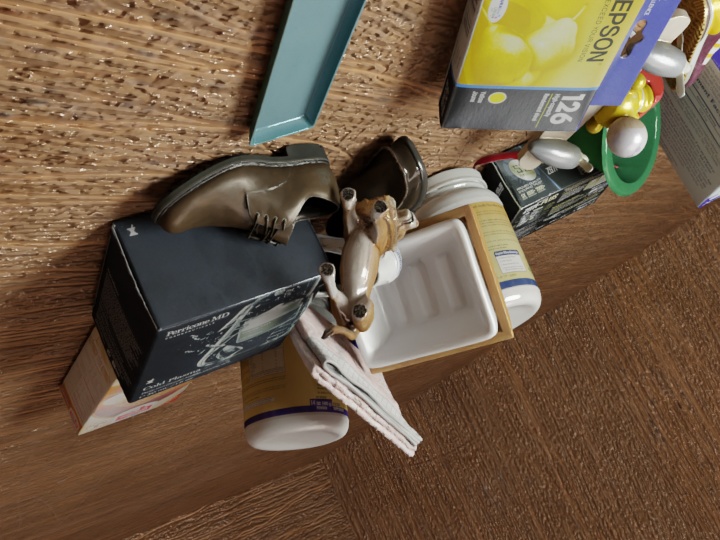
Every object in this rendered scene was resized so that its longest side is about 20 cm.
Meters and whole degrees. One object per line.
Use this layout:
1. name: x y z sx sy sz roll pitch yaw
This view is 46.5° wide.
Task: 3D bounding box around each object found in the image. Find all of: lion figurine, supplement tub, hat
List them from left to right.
1. supplement tub: -0.095 0.134 1.156 0.142 0.204 0.146 -6 159 -2
2. lion figurine: 0.000 0.000 0.850 0.123 0.071 0.203 81 27 -63
3. supplement tub: 0.141 -0.018 1.114 0.142 0.203 0.145 -17 159 -7
4. hat: 0.291 -0.195 1.150 0.174 0.169 0.198 12 -177 40

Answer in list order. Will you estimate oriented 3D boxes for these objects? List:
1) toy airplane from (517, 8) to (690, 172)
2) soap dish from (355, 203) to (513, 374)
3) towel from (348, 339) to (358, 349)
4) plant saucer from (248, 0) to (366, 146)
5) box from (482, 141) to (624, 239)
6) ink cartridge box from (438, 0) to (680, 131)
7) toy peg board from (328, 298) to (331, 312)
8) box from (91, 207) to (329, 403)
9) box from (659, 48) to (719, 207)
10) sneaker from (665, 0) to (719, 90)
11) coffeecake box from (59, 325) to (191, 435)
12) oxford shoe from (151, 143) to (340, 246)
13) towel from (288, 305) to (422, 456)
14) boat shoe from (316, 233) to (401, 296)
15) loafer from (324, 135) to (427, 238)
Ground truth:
1. toy airplane: 0.265 -0.189 0.930 0.197 0.143 0.200 -29 165 3
2. soap dish: 0.075 0.024 1.000 0.197 0.160 0.081 -18 -176 30
3. towel: 0.024 0.040 1.197 0.147 0.049 0.204 -29 135 -61
4. plant saucer: -0.046 -0.169 0.676 0.069 0.019 0.201 -21 162 -26
5. box: 0.274 -0.130 1.237 0.197 0.087 0.164 -25 165 -13
6. ink cartridge box: 0.184 -0.200 0.768 0.195 0.048 0.199 1 152 -5
7. toy peg board: -0.017 0.063 1.323 0.198 0.099 0.199 -11 157 -50
8. box: -0.163 0.022 0.888 0.197 0.125 0.197 -19 160 -31
9. box: 0.505 -0.223 1.166 0.103 0.186 0.200 -23 165 -12
10. sneaker: 0.421 -0.289 1.016 0.089 0.076 0.200 -23 166 1
11. coffeecake box: -0.284 0.123 1.083 0.152 0.074 0.200 -17 161 -40
12. oxford shoe: -0.100 -0.063 0.798 0.197 0.086 0.073 -17 164 -31
13. towel: -0.017 0.119 1.031 0.032 0.191 0.200 -43 123 4
14. boat shoe: -0.051 -0.006 0.976 0.197 0.075 0.065 -7 -169 29
15. loafer: 0.014 -0.079 0.963 0.070 0.074 0.200 -21 163 -29
